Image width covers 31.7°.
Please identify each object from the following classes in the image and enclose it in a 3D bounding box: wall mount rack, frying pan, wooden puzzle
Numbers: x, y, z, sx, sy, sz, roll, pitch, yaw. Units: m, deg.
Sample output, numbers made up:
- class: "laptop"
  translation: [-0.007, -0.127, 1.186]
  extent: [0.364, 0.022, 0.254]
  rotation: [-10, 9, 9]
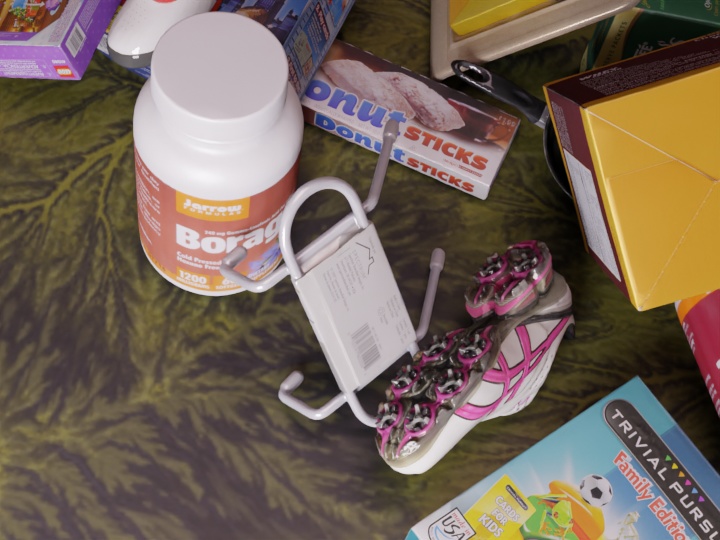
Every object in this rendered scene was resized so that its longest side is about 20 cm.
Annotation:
- class: "wall mount rack"
  translation: [0.000, 0.000, 0.861]
  extent: [0.173, 0.201, 0.074]
  rotation: [-38, 37, -23]
- class: "frying pan"
  translation: [0.160, -0.099, 0.986]
  extent: [0.188, 0.031, 0.116]
  rotation: [3, 77, -6]
- class: "wooden puzzle"
  translation: [0.130, -0.257, 1.002]
  extent: [0.037, 0.199, 0.186]
  rotation: [30, 52, -43]

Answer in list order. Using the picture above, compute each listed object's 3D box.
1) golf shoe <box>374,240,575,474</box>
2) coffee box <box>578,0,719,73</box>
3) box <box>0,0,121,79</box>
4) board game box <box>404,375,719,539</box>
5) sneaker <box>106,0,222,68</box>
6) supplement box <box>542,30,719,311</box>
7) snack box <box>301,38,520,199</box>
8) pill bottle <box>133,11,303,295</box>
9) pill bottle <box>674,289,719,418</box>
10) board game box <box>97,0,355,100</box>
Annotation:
- class: "golf shoe"
  translation: [0.089, 0.072, 0.860]
  extent: [0.200, 0.072, 0.092]
  rotation: [-47, 118, -30]
- class: "coffee box"
  translation: [0.282, -0.165, 1.000]
  extent: [0.198, 0.123, 0.044]
  rotation: [12, 60, -3]
- class: "box"
  translation: [-0.243, -0.236, 0.986]
  extent: [0.136, 0.039, 0.201]
  rotation: [6, 58, 22]
- class: "board game box"
  translation: [0.151, 0.183, 0.831]
  extent: [0.199, 0.047, 0.151]
  rotation: [-30, 69, -21]
- class: "sneaker"
  translation: [-0.121, -0.245, 0.915]
  extent: [0.201, 0.108, 0.067]
  rotation: [-43, 58, -14]
- class: "supplement box"
  translation: [0.245, -0.084, 0.858]
  extent: [0.196, 0.200, 0.134]
  rotation: [-17, 102, 4]
- class: "snack box"
  translation: [0.022, -0.127, 0.998]
  extent: [0.199, 0.024, 0.072]
  rotation: [24, 63, 6]
- class: "pill bottle"
  translation: [-0.096, -0.076, 0.852]
  extent: [0.111, 0.200, 0.113]
  rotation: [3, 61, -6]
- class: "pill bottle"
  translation: [0.301, 0.085, 0.868]
  extent: [0.112, 0.113, 0.201]
  rotation: [-10, 63, -13]
- class: "board game box"
  translation: [-0.089, -0.217, 0.992]
  extent: [0.199, 0.062, 0.200]
  rotation: [29, 68, 28]
